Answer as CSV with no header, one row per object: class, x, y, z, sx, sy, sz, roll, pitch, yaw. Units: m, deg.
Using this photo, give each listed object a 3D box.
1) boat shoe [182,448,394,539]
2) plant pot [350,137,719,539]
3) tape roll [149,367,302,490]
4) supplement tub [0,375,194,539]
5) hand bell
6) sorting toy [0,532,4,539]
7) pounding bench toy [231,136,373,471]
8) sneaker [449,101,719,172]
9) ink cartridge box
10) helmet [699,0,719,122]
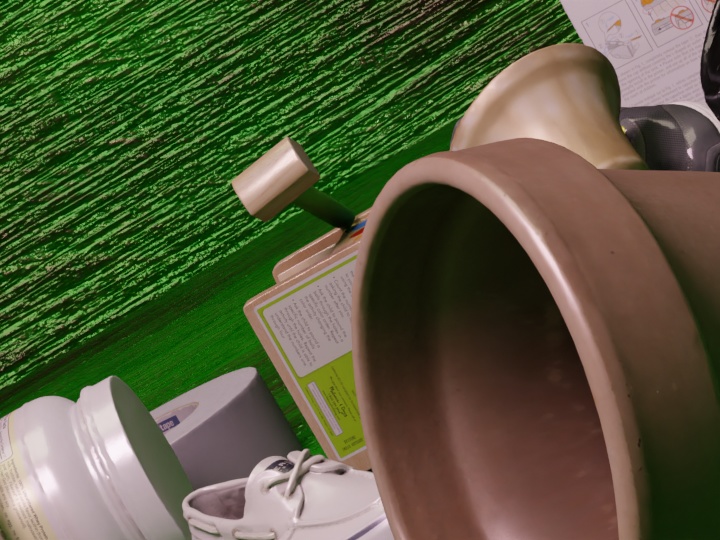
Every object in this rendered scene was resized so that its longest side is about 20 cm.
boat shoe,-0.032,0.127,1.137,0.072,0.066,0.200,-34,8,-31
plant pot,0.114,0.043,0.763,0.173,0.202,0.200,-12,-1,-24
tape roll,-0.140,0.146,1.472,0.199,0.066,0.200,-29,6,4
supplement tub,-0.201,0.164,1.261,0.199,0.146,0.145,-30,7,3
hand bell,0.138,-0.011,1.015,0.104,0.104,0.200,-31,50,-12
sorting toy,-0.274,0.188,1.179,0.184,0.201,0.036,-29,-6,7
pounding bench toy,0.000,0.000,1.354,0.124,0.201,0.156,-29,8,10
sneaker,0.120,-0.054,1.158,0.084,0.075,0.200,1,2,-29
ink cartridge box,0.233,-0.136,1.338,0.161,0.201,0.050,-26,8,30
helmet,0.281,-0.113,1.033,0.200,0.190,0.201,-156,90,-81
